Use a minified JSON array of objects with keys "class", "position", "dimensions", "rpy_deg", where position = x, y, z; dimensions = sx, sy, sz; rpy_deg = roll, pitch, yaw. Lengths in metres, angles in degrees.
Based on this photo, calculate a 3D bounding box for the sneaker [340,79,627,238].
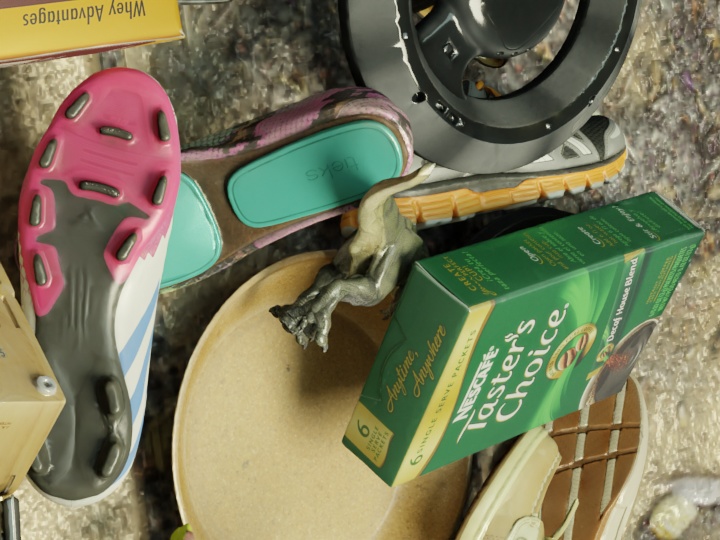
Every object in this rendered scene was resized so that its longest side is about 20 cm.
[{"class":"sneaker","position":[0.070,-0.069,1.170],"dimensions":[0.200,0.078,0.077],"rpy_deg":[-13,90,-40]}]

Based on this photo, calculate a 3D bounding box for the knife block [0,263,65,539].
[{"class":"knife block","position":[-0.208,0.083,0.956],"dimensions":[0.064,0.176,0.200],"rpy_deg":[3,43,-41]}]

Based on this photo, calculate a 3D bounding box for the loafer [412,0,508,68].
[{"class":"loafer","position":[0.034,-0.170,1.120],"dimensions":[0.200,0.073,0.072],"rpy_deg":[22,67,-48]}]

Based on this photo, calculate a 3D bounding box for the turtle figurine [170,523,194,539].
[{"class":"turtle figurine","position":[-0.046,0.204,1.039],"dimensions":[0.161,0.200,0.064],"rpy_deg":[31,35,-10]}]

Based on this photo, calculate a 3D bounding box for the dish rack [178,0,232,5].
[{"class":"dish rack","position":[-0.085,-0.230,1.014],"dimensions":[0.153,0.054,0.200],"rpy_deg":[-36,109,-78]}]

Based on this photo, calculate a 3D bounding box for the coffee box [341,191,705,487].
[{"class":"coffee box","position":[0.087,0.034,1.113],"dimensions":[0.200,0.044,0.123],"rpy_deg":[-15,138,-45]}]

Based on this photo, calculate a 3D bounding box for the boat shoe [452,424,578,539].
[{"class":"boat shoe","position":[0.069,0.179,1.148],"dimensions":[0.063,0.073,0.200],"rpy_deg":[24,78,5]}]

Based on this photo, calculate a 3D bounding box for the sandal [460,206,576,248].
[{"class":"sandal","position":[0.121,0.003,1.210],"dimensions":[0.200,0.045,0.075],"rpy_deg":[-6,133,-42]}]

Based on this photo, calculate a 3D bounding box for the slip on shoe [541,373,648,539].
[{"class":"slip on shoe","position":[0.118,0.152,1.220],"dimensions":[0.061,0.076,0.200],"rpy_deg":[72,28,-67]}]

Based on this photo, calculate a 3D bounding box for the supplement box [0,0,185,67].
[{"class":"supplement box","position":[-0.203,-0.180,0.904],"dimensions":[0.197,0.133,0.200],"rpy_deg":[-13,98,-39]}]

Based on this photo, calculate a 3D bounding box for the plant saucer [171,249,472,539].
[{"class":"plant saucer","position":[-0.025,0.090,1.112],"dimensions":[0.200,0.035,0.201],"rpy_deg":[1,88,-40]}]

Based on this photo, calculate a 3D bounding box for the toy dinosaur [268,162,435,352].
[{"class":"toy dinosaur","position":[0.000,0.000,1.042],"dimensions":[0.088,0.200,0.047],"rpy_deg":[-42,78,-8]}]

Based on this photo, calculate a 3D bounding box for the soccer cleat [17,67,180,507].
[{"class":"soccer cleat","position":[-0.126,0.008,0.981],"dimensions":[0.070,0.086,0.200],"rpy_deg":[8,87,-6]}]

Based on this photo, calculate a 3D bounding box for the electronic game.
[{"class":"electronic game","position":[0.071,-0.149,1.095],"dimensions":[0.200,0.042,0.200],"rpy_deg":[-10,108,-35]}]

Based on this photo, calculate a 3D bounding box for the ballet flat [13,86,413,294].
[{"class":"ballet flat","position":[-0.071,-0.039,1.039],"dimensions":[0.200,0.071,0.069],"rpy_deg":[-21,113,1]}]
